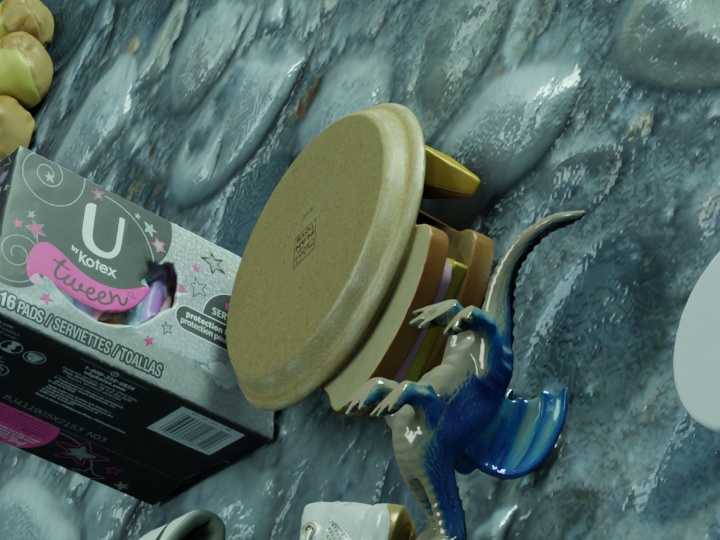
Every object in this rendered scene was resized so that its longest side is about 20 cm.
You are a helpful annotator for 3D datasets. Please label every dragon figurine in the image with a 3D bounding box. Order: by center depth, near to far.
[{"bbox_3d":[0.061,0.068,1.337,0.200,0.099,0.059,-52,22,-21],"label":"dragon figurine"}]

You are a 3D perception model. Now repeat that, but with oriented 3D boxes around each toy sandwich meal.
[{"bbox_3d":[0.000,0.000,1.497,0.205,0.070,0.205,-46,29,36],"label":"toy sandwich meal"}]

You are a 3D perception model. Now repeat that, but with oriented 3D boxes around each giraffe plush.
[{"bbox_3d":[-0.354,-0.147,2.105,0.200,0.162,0.173,-40,36,35],"label":"giraffe plush"}]

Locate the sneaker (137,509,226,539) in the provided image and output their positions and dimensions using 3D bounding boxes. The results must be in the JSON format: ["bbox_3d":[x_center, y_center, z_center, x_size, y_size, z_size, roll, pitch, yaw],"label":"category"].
[{"bbox_3d":[-0.105,0.213,1.475,0.089,0.074,0.200,-44,34,35],"label":"sneaker"}]

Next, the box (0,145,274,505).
[{"bbox_3d":[-0.158,0.034,1.582,0.132,0.200,0.115,-31,42,44],"label":"box"}]

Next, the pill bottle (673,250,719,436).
[{"bbox_3d":[0.209,0.055,0.950,0.112,0.200,0.112,-40,35,36],"label":"pill bottle"}]

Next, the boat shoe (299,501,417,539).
[{"bbox_3d":[-0.029,0.205,1.337,0.069,0.071,0.200,7,58,19],"label":"boat shoe"}]
